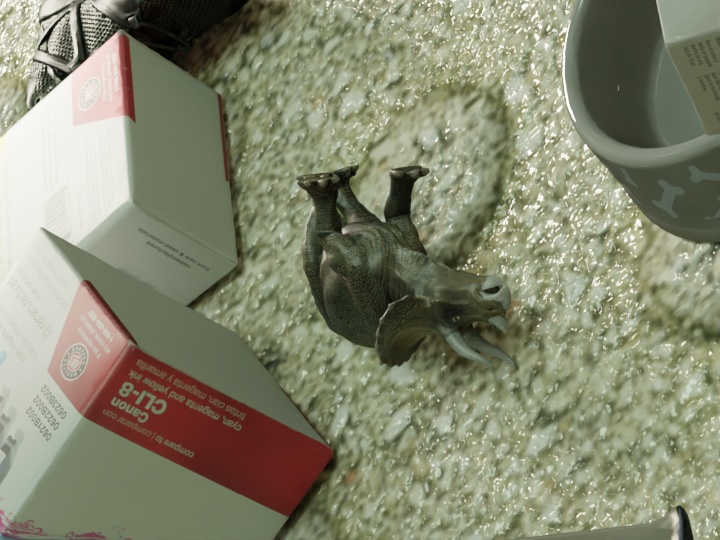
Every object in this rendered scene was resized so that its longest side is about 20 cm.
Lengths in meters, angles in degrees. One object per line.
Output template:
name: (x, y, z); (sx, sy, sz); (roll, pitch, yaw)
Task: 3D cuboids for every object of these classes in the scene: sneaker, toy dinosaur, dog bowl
sneaker: (-0.133, -0.129, 1.716); (0.199, 0.076, 0.115); (-15, 56, 49)
toy dinosaur: (0.000, 0.000, 1.453); (0.200, 0.077, 0.103); (-177, 80, -66)
dog bowl: (0.175, -0.115, 1.341); (0.200, 0.059, 0.200); (-31, 44, 35)

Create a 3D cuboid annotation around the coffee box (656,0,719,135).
coffee box: (0.223, -0.146, 1.214); (0.200, 0.080, 0.113); (-16, 57, 15)

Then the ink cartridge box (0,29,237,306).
ink cartridge box: (-0.170, -0.017, 1.670); (0.200, 0.083, 0.145); (-38, 40, 28)

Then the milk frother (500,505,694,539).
milk frother: (0.056, 0.178, 1.224); (0.188, 0.181, 0.200); (-7, 20, 9)

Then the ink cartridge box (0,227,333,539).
ink cartridge box: (-0.145, 0.114, 1.493); (0.200, 0.144, 0.145); (-55, 36, 8)
